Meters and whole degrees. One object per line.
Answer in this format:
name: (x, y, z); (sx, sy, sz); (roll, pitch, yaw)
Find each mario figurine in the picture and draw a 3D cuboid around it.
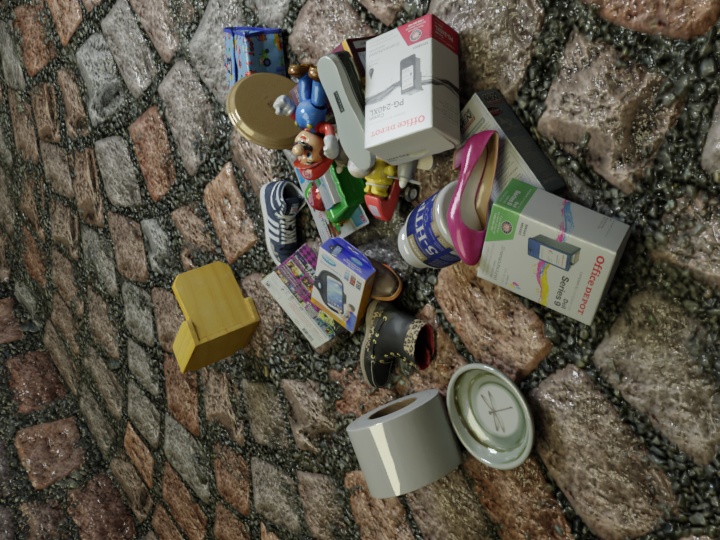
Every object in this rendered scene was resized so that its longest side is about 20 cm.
mario figurine: (-0.096, -0.260, 1.471); (0.124, 0.103, 0.205); (-127, 33, -67)

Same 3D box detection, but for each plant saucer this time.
plant saucer: (0.246, 0.260, 1.507); (0.198, 0.050, 0.205); (23, 122, 42)

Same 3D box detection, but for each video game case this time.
video game case: (-0.108, 0.060, 1.798); (0.201, 0.036, 0.181); (50, 140, -4)

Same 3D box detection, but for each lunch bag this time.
lunch bag: (-0.242, -0.440, 1.769); (0.199, 0.092, 0.154); (27, 126, 54)

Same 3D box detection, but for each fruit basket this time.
fruit basket: (-0.068, -0.154, 1.667); (0.199, 0.093, 0.189); (-23, 88, 53)

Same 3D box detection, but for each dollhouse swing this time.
dollhouse swing: (-0.384, 0.113, 2.049); (0.177, 0.198, 0.183); (53, 137, 18)

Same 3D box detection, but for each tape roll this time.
tape roll: (0.086, 0.334, 1.604); (0.201, 0.200, 0.142); (-22, 90, 50)

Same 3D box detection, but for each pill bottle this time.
pill bottle: (0.143, -0.070, 1.422); (0.122, 0.118, 0.200); (66, 155, 4)

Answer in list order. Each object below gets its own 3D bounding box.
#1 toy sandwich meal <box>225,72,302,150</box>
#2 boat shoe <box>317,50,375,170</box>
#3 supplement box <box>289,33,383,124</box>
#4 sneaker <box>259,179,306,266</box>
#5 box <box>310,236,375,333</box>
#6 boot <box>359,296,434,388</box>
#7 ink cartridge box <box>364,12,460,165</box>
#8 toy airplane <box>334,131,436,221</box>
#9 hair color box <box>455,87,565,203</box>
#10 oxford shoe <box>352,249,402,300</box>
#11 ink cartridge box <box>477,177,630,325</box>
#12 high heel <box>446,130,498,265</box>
toy sandwich meal: (-0.174, -0.308, 1.649); (0.207, 0.203, 0.071); (56, 150, 15)
boat shoe: (-0.007, -0.275, 1.407); (0.070, 0.063, 0.204); (-6, 106, 52)
supplement box: (-0.029, -0.347, 1.528); (0.199, 0.109, 0.087); (-28, 85, 50)
sneaker: (-0.159, -0.100, 1.809); (0.107, 0.069, 0.205); (-9, 95, 52)
box: (-0.036, 0.025, 1.636); (0.118, 0.041, 0.202); (35, 145, 18)
boot: (0.074, 0.163, 1.649); (0.149, 0.072, 0.205); (23, 115, 44)
ink cartridge box: (0.085, -0.296, 1.364); (0.143, 0.083, 0.205); (-12, 70, 38)
toy airplane: (0.034, -0.212, 1.486); (0.202, 0.139, 0.200); (60, 139, 12)
hair color box: (0.232, -0.183, 1.336); (0.202, 0.060, 0.099); (57, 139, 14)
oxford shoe: (0.000, 0.000, 1.647); (0.198, 0.073, 0.072); (28, 87, 38)
ink cartridge box: (0.292, -0.029, 1.259); (0.197, 0.088, 0.147); (24, 133, 18)
high heel: (0.186, -0.114, 1.285); (0.096, 0.066, 0.205); (-25, 57, 59)
